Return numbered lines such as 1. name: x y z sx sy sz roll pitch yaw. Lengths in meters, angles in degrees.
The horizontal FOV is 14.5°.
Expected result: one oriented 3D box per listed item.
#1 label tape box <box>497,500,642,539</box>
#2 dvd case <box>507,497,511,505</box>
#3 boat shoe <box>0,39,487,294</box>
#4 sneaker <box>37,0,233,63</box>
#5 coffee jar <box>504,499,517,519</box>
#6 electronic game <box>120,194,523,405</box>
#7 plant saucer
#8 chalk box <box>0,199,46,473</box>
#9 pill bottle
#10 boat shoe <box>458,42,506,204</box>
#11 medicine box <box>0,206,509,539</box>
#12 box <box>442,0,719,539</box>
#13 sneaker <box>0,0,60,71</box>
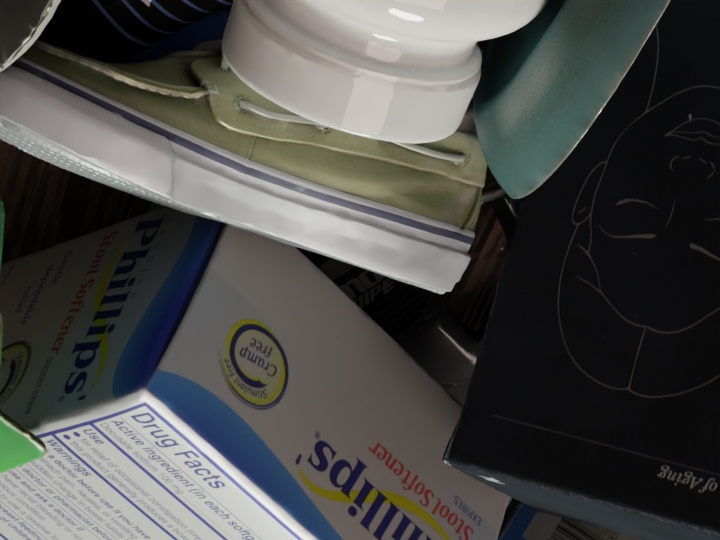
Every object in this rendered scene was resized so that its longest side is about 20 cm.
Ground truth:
1. label tape box: 0.039 0.196 1.210 0.063 0.144 0.200 34 119 4
2. dvd case: -0.010 0.132 1.236 0.022 0.146 0.200 47 143 -15
3. boat shoe: -0.044 -0.048 0.987 0.200 0.072 0.062 19 88 -30
4. sneaker: -0.072 -0.114 0.997 0.200 0.070 0.078 -14 134 -9
5. coffee jar: 0.119 0.025 1.235 0.104 0.085 0.200 0 141 -28
6. electronic game: 0.000 0.000 1.149 0.200 0.042 0.200 -2 127 -3
7. plant saucer: 0.086 -0.119 0.963 0.027 0.200 0.200 26 132 -8
8. chalk box: -0.204 0.030 0.979 0.200 0.124 0.125 23 146 -39
9. pill bottle: 0.025 -0.147 0.901 0.113 0.113 0.200 6 118 -29
10. boat shoe: -0.034 -0.058 1.052 0.200 0.060 0.074 8 117 -12
11. medicine box: -0.074 0.080 1.116 0.200 0.103 0.182 -17 130 41
12. box: 0.163 0.012 1.051 0.200 0.197 0.124 14 171 23
13. sneaker: -0.096 -0.147 0.899 0.200 0.080 0.086 -57 174 27
